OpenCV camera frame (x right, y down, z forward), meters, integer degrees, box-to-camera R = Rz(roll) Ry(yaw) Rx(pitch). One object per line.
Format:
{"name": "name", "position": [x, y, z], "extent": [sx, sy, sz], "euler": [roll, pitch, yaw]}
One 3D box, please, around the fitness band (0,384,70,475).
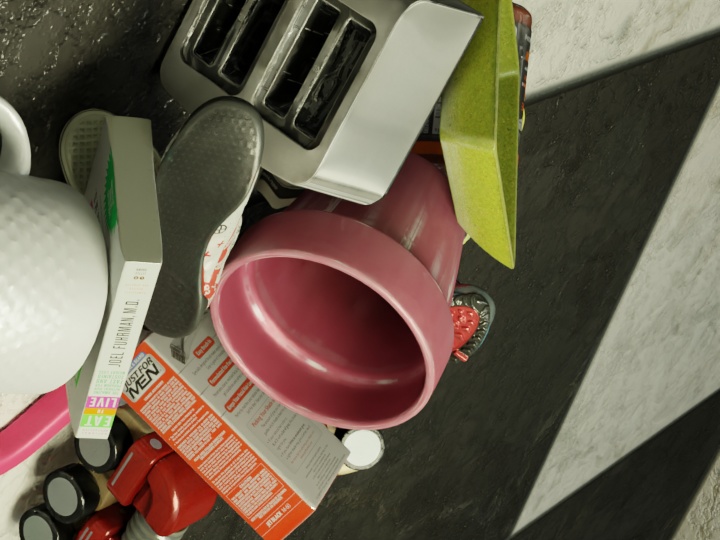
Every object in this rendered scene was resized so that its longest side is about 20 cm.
{"name": "fitness band", "position": [-0.268, 0.088, 1.261], "extent": [0.200, 0.037, 0.144], "euler": [-41, 155, -21]}

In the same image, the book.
{"name": "book", "position": [-0.177, 0.009, 1.108], "extent": [0.048, 0.135, 0.201], "euler": [4, 138, -19]}

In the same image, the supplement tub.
{"name": "supplement tub", "position": [0.096, -0.142, 1.409], "extent": [0.107, 0.106, 0.202], "euler": [8, 89, -61]}

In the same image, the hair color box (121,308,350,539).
{"name": "hair color box", "position": [-0.110, 0.126, 1.327], "extent": [0.064, 0.200, 0.111], "euler": [-42, -177, 26]}

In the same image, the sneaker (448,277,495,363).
{"name": "sneaker", "position": [0.066, 0.032, 1.432], "extent": [0.096, 0.079, 0.200], "euler": [-56, -165, -27]}

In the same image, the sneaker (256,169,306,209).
{"name": "sneaker", "position": [-0.022, -0.085, 1.422], "extent": [0.199, 0.076, 0.088], "euler": [12, 120, -52]}

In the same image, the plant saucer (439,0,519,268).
{"name": "plant saucer", "position": [0.097, -0.132, 1.245], "extent": [0.200, 0.047, 0.202], "euler": [70, 22, -61]}

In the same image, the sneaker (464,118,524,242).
{"name": "sneaker", "position": [0.119, -0.106, 1.630], "extent": [0.090, 0.078, 0.201], "euler": [-28, 151, -55]}

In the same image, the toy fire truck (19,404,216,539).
{"name": "toy fire truck", "position": [-0.186, 0.237, 1.339], "extent": [0.177, 0.200, 0.128], "euler": [-54, 162, 26]}

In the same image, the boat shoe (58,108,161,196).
{"name": "boat shoe", "position": [-0.175, -0.056, 1.203], "extent": [0.075, 0.062, 0.200], "euler": [-45, 139, -5]}

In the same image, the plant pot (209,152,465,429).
{"name": "plant pot", "position": [0.000, 0.000, 1.285], "extent": [0.201, 0.198, 0.180], "euler": [96, 18, -48]}

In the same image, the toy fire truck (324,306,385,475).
{"name": "toy fire truck", "position": [-0.096, 0.110, 1.433], "extent": [0.198, 0.129, 0.178], "euler": [-15, 108, -9]}

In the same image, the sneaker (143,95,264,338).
{"name": "sneaker", "position": [-0.113, -0.059, 1.125], "extent": [0.108, 0.067, 0.203], "euler": [-79, -172, -57]}

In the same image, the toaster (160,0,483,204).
{"name": "toaster", "position": [-0.036, -0.160, 1.170], "extent": [0.118, 0.180, 0.201], "euler": [7, 116, -58]}

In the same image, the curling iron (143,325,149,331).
{"name": "curling iron", "position": [-0.135, -0.029, 1.337], "extent": [0.201, 0.025, 0.050], "euler": [-53, 167, 0]}

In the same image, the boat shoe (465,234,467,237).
{"name": "boat shoe", "position": [0.039, -0.035, 1.552], "extent": [0.201, 0.091, 0.071], "euler": [-50, 154, -5]}

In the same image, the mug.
{"name": "mug", "position": [-0.272, -0.022, 1.005], "extent": [0.174, 0.147, 0.202], "euler": [8, 94, -48]}
